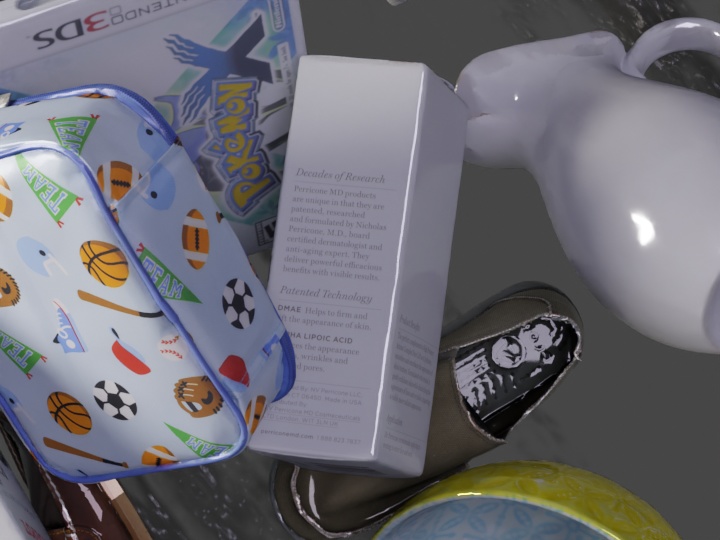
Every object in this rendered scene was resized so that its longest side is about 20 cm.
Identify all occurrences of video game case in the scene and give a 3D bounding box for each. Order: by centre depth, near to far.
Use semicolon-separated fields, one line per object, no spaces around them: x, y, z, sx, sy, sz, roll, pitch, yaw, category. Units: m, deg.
-0.110;-0.069;1.300;0.182;0.022;0.200;-20;136;-11;video game case

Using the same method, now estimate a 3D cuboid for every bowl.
0.104;0.172;1.354;0.200;0.200;0.108;50;37;-8;bowl

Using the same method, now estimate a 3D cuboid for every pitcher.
0.168;-0.056;1.345;0.171;0.200;0.121;-27;136;-19;pitcher

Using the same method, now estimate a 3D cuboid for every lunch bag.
-0.134;0.005;1.224;0.076;0.160;0.200;-52;122;-44;lunch bag

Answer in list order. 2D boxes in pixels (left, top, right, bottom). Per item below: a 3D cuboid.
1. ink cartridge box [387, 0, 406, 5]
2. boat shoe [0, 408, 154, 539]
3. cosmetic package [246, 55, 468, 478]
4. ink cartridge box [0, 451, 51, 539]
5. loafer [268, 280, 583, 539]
0.052;-0.241;1.307;0.147;0.200;0.145;-37;97;-10;ink cartridge box
-0.135;0.153;1.332;0.070;0.070;0.200;-33;96;-11;boat shoe
0.000;0.000;1.308;0.074;0.102;0.200;4;81;15;cosmetic package
-0.223;0.087;1.244;0.084;0.145;0.200;-30;77;-5;ink cartridge box
0.038;0.072;1.370;0.200;0.070;0.075;-38;97;-10;loafer
